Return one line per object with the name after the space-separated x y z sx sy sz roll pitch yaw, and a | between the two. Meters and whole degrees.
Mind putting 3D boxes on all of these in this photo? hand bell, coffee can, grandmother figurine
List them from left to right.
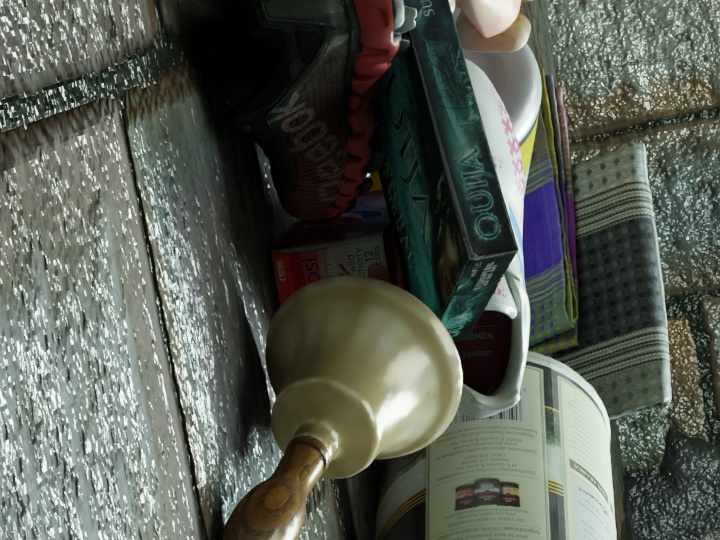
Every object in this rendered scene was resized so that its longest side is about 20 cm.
-0.027 0.093 1.262 0.200 0.104 0.104 -57 139 -58 | hand bell
0.056 -0.190 1.426 0.200 0.060 0.121 65 34 -60 | grandmother figurine
0.080 0.164 1.565 0.200 0.146 0.147 -88 165 -51 | coffee can

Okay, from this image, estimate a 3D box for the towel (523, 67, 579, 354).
0.077 -0.027 1.784 0.023 0.143 0.200 31 49 -50 | towel

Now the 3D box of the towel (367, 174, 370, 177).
-0.039 -0.147 1.463 0.112 0.048 0.200 -89 166 -48 | towel

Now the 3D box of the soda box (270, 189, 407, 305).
0.000 0.000 1.504 0.200 0.063 0.070 -50 131 -78 | soda box

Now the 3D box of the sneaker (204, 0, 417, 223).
-0.035 -0.091 1.363 0.201 0.098 0.071 103 -28 -55 | sneaker

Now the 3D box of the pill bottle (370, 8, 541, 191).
0.050 -0.071 1.672 0.200 0.112 0.112 95 -9 -64 | pill bottle

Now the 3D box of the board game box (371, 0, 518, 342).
0.031 -0.076 1.378 0.135 0.028 0.200 113 -35 -68 | board game box

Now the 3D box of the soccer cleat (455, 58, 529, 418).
0.064 -0.018 1.455 0.086 0.070 0.200 -147 -130 -78 | soccer cleat

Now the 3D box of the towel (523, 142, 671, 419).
0.112 0.030 1.771 0.035 0.200 0.193 31 48 -51 | towel
